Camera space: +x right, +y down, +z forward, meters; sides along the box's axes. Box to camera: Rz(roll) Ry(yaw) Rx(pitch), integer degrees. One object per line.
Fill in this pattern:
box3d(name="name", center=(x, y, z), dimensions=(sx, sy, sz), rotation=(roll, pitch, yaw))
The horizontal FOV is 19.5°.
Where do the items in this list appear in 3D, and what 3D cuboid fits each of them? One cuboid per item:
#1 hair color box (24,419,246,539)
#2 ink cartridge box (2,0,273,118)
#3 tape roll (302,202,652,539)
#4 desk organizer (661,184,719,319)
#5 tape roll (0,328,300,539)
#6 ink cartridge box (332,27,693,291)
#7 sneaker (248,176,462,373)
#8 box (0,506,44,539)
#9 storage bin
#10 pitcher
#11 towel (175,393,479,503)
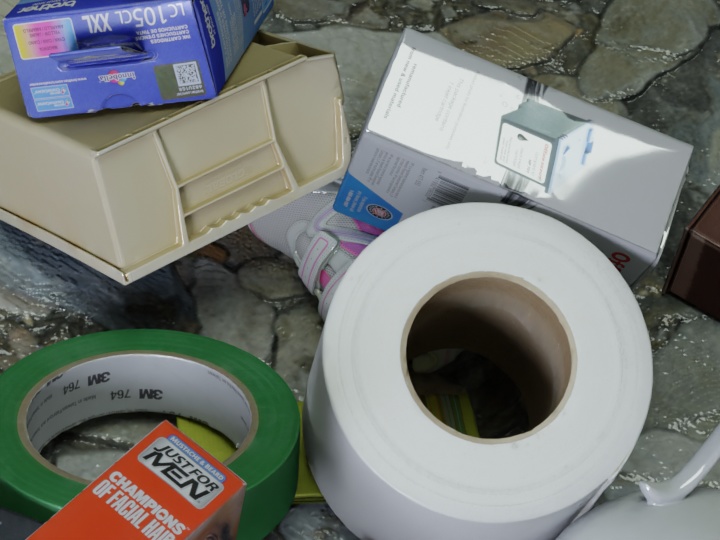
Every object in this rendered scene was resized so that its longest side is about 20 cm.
box3d(name="hair color box", center=(-0.151, 0.182, 1.092), dimensions=(0.064, 0.111, 0.200), rotation=(35, 54, 17))
box3d(name="ink cartridge box", center=(-0.147, -0.166, 1.394), dimensions=(0.136, 0.077, 0.200), rotation=(-5, 29, 15))
box3d(name="tape roll", center=(0.068, 0.075, 1.298), dimensions=(0.202, 0.139, 0.203), rotation=(2, 68, -6))
box3d(name="desk organizer", center=(0.305, -0.046, 1.522), dimensions=(0.077, 0.072, 0.200), rotation=(31, 52, 16))
box3d(name="tape roll", center=(-0.138, 0.109, 1.302), dimensions=(0.200, 0.048, 0.201), rotation=(1, 32, -1))
box3d(name="ink cartridge box", center=(0.095, -0.058, 1.356), dimensions=(0.199, 0.146, 0.086), rotation=(21, 71, -2))
box3d(name="sneaker", center=(0.000, 0.000, 1.434), dimensions=(0.200, 0.081, 0.088), rotation=(27, 49, 17))
box3d(name="box", center=(-0.231, 0.208, 1.202), dimensions=(0.199, 0.106, 0.122), rotation=(19, 49, 9))
box3d(name="storage bin", center=(-0.140, -0.096, 1.440), dimensions=(0.198, 0.094, 0.200), rotation=(-27, 29, -28))
box3d(name="pitcher", center=(0.203, 0.161, 1.262), dimensions=(0.200, 0.172, 0.121), rotation=(-18, 21, -23))
box3d(name="towel", center=(-0.019, 0.119, 1.372), dimensions=(0.199, 0.018, 0.086), rotation=(-2, 43, -8))
